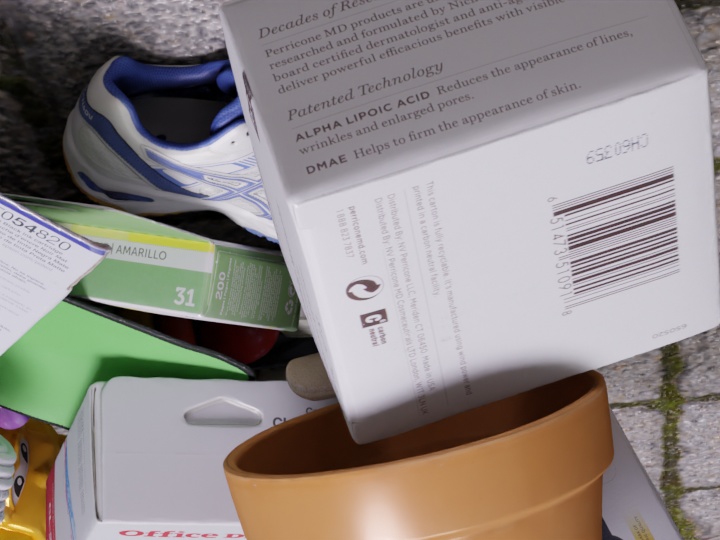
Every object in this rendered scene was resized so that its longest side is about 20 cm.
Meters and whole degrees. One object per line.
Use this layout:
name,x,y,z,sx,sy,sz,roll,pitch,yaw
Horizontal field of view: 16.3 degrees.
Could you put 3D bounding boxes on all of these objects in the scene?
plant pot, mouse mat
plant pot,0.042,0.141,1.276,0.199,0.141,0.200,-13,-174,1
mouse mat,-0.176,0.047,1.374,0.199,0.008,0.161,23,150,-32

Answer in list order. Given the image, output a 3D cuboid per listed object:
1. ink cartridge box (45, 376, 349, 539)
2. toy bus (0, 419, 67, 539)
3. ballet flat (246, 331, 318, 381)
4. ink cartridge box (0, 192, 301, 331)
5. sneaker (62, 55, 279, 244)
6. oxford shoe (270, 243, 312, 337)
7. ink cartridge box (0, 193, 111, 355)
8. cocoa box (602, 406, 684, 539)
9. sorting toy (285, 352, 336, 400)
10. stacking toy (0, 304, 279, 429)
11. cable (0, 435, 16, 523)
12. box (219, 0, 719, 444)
ink cartridge box,-0.097,0.131,1.438,0.145,0.083,0.200,2,160,-13
toy bus,-0.284,0.115,1.545,0.199,0.136,0.193,-1,140,8
ballet flat,-0.063,0.069,1.546,0.199,0.073,0.073,-4,153,0
ink cartridge box,-0.138,-0.006,1.311,0.145,0.048,0.200,8,179,28
sneaker,-0.049,-0.064,1.281,0.199,0.076,0.088,2,152,-15
oxford shoe,0.000,0.000,1.371,0.075,0.058,0.200,-24,-172,-26
ink cartridge box,-0.242,-0.026,1.218,0.199,0.041,0.200,30,142,-20
cocoa box,0.105,0.144,1.466,0.131,0.201,0.133,-28,152,1
sorting toy,0.068,0.038,1.361,0.184,0.037,0.200,-11,-176,12
stacking toy,-0.145,0.041,1.479,0.199,0.086,0.085,-12,153,2
cable,-0.278,0.084,1.356,0.199,0.070,0.200,30,174,-31
box,0.057,-0.048,1.190,0.199,0.131,0.199,-18,142,-3
